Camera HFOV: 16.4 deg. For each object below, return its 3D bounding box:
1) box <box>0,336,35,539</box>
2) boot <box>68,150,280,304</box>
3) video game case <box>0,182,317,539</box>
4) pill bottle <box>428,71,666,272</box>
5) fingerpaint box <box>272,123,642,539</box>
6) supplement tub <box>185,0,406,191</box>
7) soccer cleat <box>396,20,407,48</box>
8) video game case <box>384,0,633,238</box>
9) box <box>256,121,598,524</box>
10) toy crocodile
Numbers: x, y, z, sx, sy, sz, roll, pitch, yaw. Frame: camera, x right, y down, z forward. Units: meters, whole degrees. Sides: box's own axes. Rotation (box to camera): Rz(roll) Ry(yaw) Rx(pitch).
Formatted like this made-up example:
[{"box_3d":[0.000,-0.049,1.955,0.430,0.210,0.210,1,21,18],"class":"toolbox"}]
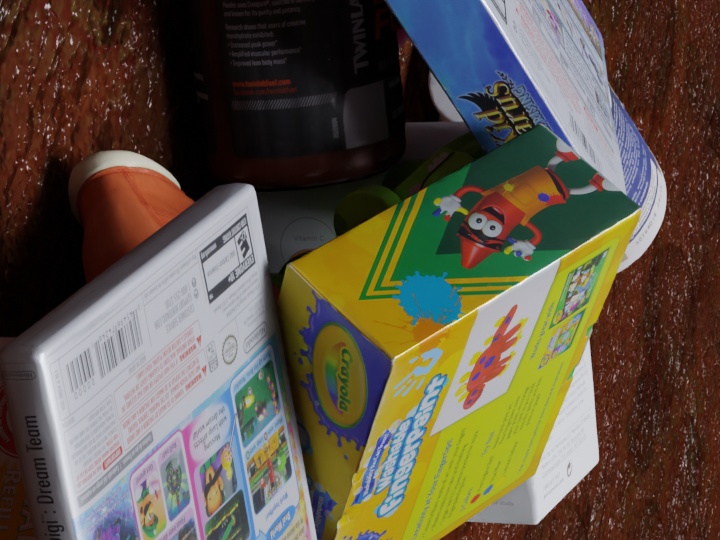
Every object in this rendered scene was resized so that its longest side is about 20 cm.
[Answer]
[{"box_3d":[-0.143,0.134,1.033,0.101,0.112,0.201,40,54,-59],"class":"box"},{"box_3d":[-0.071,0.012,1.200,0.200,0.075,0.107,42,18,-56],"class":"boot"},{"box_3d":[-0.076,0.081,1.019,0.200,0.024,0.183,-43,128,-61],"class":"video game case"},{"box_3d":[0.115,-0.080,1.580,0.200,0.111,0.111,47,49,-56],"class":"pill bottle"},{"box_3d":[0.028,0.050,1.178,0.167,0.073,0.200,-30,151,-35],"class":"fingerpaint box"},{"box_3d":[-0.037,-0.147,1.257,0.107,0.107,0.201,-35,122,-60],"class":"supplement tub"},{"box_3d":[0.018,-0.191,1.423,0.086,0.070,0.201,119,-8,-75],"class":"soccer cleat"},{"box_3d":[0.067,-0.130,1.244,0.200,0.045,0.182,55,22,-33],"class":"video game case"},{"box_3d":[0.037,0.025,1.367,0.106,0.152,0.201,-30,118,-62],"class":"box"},{"box_3d":[0.000,0.000,1.278,0.062,0.200,0.067,51,27,4],"class":"toy crocodile"}]
